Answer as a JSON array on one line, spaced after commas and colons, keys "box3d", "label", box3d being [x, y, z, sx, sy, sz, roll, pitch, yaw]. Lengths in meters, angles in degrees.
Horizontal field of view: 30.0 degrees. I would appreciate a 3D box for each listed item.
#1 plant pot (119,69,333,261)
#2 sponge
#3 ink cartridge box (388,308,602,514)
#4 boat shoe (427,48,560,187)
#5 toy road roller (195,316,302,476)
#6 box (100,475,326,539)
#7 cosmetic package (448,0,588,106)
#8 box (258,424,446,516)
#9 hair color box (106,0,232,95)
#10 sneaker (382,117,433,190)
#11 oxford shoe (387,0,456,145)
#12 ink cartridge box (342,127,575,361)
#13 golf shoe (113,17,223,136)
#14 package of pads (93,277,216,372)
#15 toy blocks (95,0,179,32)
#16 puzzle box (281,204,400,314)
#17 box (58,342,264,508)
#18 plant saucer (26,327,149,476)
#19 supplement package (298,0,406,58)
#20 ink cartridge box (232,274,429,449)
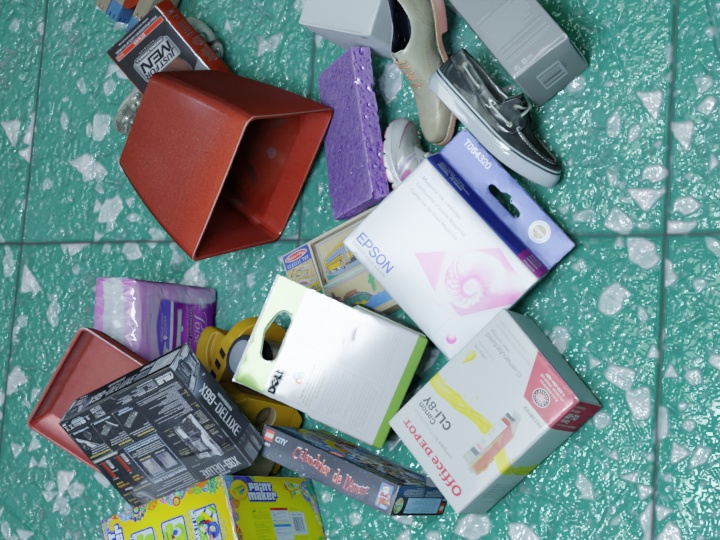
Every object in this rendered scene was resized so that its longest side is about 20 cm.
[{"box3d": [-0.185, -0.155, 1.707, 0.176, 0.200, 0.201, 34, 114, 21], "label": "plant pot"}, {"box3d": [-0.012, -0.173, 1.714, 0.111, 0.030, 0.201, -30, 64, 59], "label": "sponge"}, {"box3d": [0.154, 0.167, 1.560, 0.200, 0.083, 0.145, -46, 64, 15], "label": "ink cartridge box"}, {"box3d": [0.169, -0.183, 1.590, 0.200, 0.072, 0.071, 43, 112, 5], "label": "boat shoe"}, {"box3d": [-0.155, 0.156, 1.724, 0.146, 0.123, 0.201, 29, 97, 47], "label": "toy road roller"}, {"box3d": [-0.175, 0.339, 1.653, 0.192, 0.200, 0.123, -24, 71, 24], "label": "box"}, {"box3d": [0.175, -0.305, 1.614, 0.090, 0.107, 0.201, -37, 67, 13], "label": "cosmetic package"}, {"box3d": [-0.008, 0.240, 1.611, 0.199, 0.136, 0.038, 20, 92, 31], "label": "box"}, {"box3d": [-0.235, -0.255, 1.813, 0.101, 0.061, 0.200, -38, 100, 19], "label": "hair color box"}, {"box3d": [0.094, -0.101, 1.648, 0.088, 0.081, 0.201, -26, 79, 22], "label": "sneaker"}, {"box3d": [0.070, -0.251, 1.663, 0.071, 0.074, 0.201, -4, 98, 55], "label": "oxford shoe"}, {"box3d": [0.114, -0.031, 1.578, 0.200, 0.043, 0.196, -45, 82, 13], "label": "ink cartridge box"}, {"box3d": [-0.277, -0.274, 1.905, 0.200, 0.078, 0.097, -42, 44, 14], "label": "golf shoe"}, {"box3d": [-0.269, 0.075, 1.753, 0.075, 0.200, 0.121, 2, 86, 26], "label": "package of pads"}, {"box3d": [-0.330, -0.420, 1.944, 0.200, 0.100, 0.137, 42, 114, 28], "label": "toy blocks"}, {"box3d": [0.000, 0.000, 1.711, 0.199, 0.025, 0.134, -28, 68, 23], "label": "puzzle box"}, {"box3d": [-0.239, 0.193, 1.605, 0.199, 0.050, 0.158, -27, 110, 30], "label": "box"}, {"box3d": [-0.291, 0.177, 1.664, 0.199, 0.037, 0.200, 34, 125, -4], "label": "plant saucer"}, {"box3d": [0.021, -0.385, 1.712, 0.117, 0.117, 0.201, 16, 89, 31], "label": "supplement package"}, {"box3d": [-0.033, 0.106, 1.637, 0.199, 0.076, 0.148, 24, 94, 5], "label": "ink cartridge box"}]
